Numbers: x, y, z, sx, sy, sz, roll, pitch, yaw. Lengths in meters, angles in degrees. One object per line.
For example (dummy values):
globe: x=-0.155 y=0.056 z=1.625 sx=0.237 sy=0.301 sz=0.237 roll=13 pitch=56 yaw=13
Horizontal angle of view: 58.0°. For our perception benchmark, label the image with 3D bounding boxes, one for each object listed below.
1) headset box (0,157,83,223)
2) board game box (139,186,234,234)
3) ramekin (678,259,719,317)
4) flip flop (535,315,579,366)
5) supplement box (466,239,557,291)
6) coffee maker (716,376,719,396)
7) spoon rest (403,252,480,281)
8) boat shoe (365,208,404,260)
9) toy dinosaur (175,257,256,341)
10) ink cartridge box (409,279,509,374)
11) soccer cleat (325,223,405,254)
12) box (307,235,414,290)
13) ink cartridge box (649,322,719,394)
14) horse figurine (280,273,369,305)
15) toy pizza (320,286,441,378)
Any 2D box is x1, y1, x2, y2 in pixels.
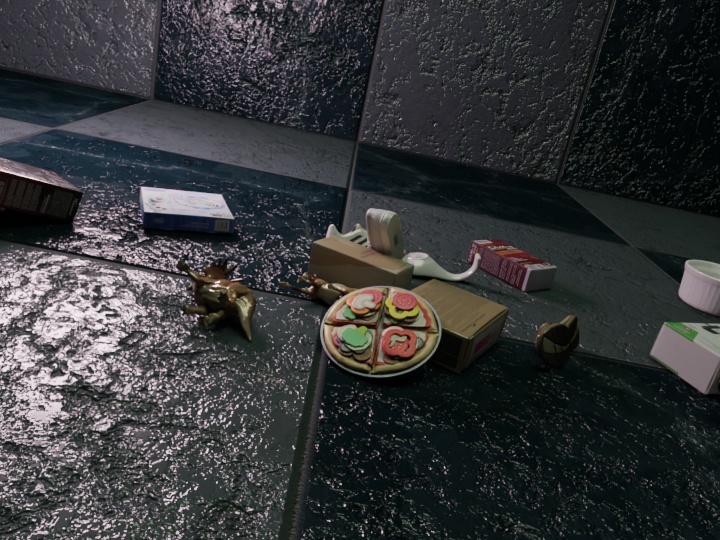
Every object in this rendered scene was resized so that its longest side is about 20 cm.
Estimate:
headset box: x=-0.702 y=-0.173 z=1.330 sx=0.149 sy=0.078 sz=0.200 roll=28 pitch=9 yaw=36
board game box: x=-0.414 y=-0.143 z=1.537 sx=0.199 sy=0.044 sz=0.199 roll=4 pitch=22 yaw=-22
ramekin: x=0.956 y=0.053 z=1.733 sx=0.199 sy=0.098 sz=0.201 roll=11 pitch=20 yaw=-4
flip flop: x=0.366 y=0.127 z=1.228 sx=0.057 sy=0.082 sz=0.200 roll=4 pitch=11 yaw=32
supplement box: x=0.378 y=-0.016 z=1.635 sx=0.108 sy=0.061 sz=0.200 roll=-5 pitch=25 yaw=-39
coffee maker: x=0.732 y=0.220 z=1.093 sx=0.199 sy=0.135 sz=0.192 roll=-5 pitch=27 yaw=-38
spoon rest: x=0.179 y=-0.007 z=1.520 sx=0.199 sy=0.061 sz=0.099 roll=-1 pitch=18 yaw=4
boat shoe: x=0.046 y=-0.057 z=1.386 sx=0.068 sy=0.200 sz=0.072 roll=24 pitch=66 yaw=23
toy dinosaur: x=-0.229 y=0.040 z=1.102 sx=0.199 sy=0.086 sz=0.135 roll=28 pitch=18 yaw=25
ink cartridge box: x=0.154 y=0.094 z=1.180 sx=0.164 sy=0.075 sz=0.200 roll=23 pitch=23 yaw=26
soccer cleat: x=0.013 y=-0.063 z=1.494 sx=0.199 sy=0.086 sz=0.069 roll=3 pitch=0 yaw=-19
box: x=0.000 y=0.000 z=1.341 sx=0.199 sy=0.078 sz=0.095 roll=21 pitch=21 yaw=23
ink cartridge box: x=0.709 y=0.171 z=1.286 sx=0.199 sy=0.083 sz=0.147 roll=3 pitch=22 yaw=-26
horse figurine: x=-0.051 y=0.042 z=1.219 sx=0.199 sy=0.050 sz=0.132 roll=14 pitch=-3 yaw=31
toy pizza: x=0.033 y=0.090 z=1.062 sx=0.199 sy=0.032 sz=0.201 roll=-2 pitch=43 yaw=2
